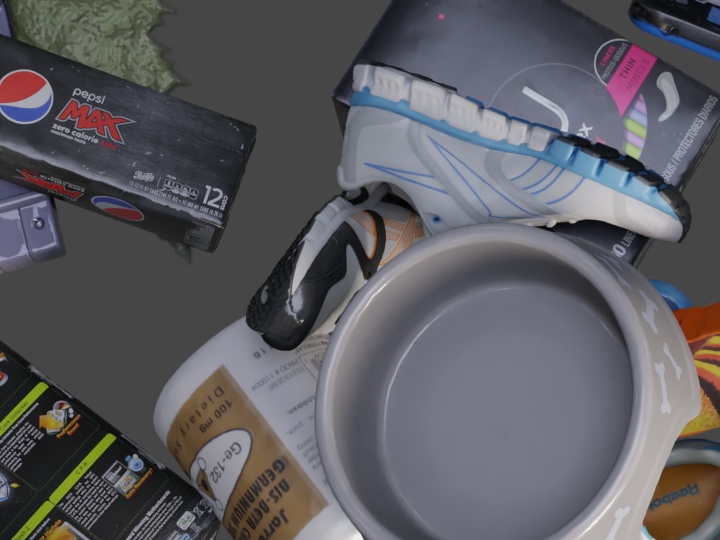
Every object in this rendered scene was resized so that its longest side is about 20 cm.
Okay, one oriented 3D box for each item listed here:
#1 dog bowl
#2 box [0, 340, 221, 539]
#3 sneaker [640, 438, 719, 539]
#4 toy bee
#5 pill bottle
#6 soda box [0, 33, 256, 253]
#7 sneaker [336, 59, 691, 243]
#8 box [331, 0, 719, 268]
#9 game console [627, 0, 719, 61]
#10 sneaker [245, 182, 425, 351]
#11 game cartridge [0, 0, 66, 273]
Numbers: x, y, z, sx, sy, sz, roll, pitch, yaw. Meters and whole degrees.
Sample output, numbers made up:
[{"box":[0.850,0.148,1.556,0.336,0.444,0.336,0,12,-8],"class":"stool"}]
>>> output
[{"box":[0.066,0.068,0.889,0.198,0.059,0.202,-7,71,21],"class":"dog bowl"},{"box":[-0.211,0.158,1.014,0.192,0.048,0.200,34,57,10],"class":"box"},{"box":[0.128,0.153,1.016,0.199,0.081,0.077,-31,80,-2],"class":"sneaker"},{"box":[0.154,0.061,0.958,0.131,0.199,0.109,-35,120,-31],"class":"toy bee"},{"box":[-0.018,0.127,0.997,0.114,0.114,0.200,-38,69,-5],"class":"pill bottle"},{"box":[-0.167,-0.080,1.064,0.198,0.063,0.071,20,71,-6],"class":"soda box"},{"box":[0.079,-0.042,0.967,0.199,0.075,0.087,21,99,11],"class":"sneaker"},{"box":[0.098,-0.088,1.052,0.199,0.106,0.123,31,83,9],"class":"box"},{"box":[0.274,-0.173,1.059,0.199,0.171,0.119,22,107,7],"class":"game console"},{"box":[0.000,0.000,1.005,0.080,0.200,0.074,41,118,1],"class":"sneaker"},{"box":[-0.267,-0.089,1.112,0.128,0.038,0.202,-15,78,-4],"class":"game cartridge"}]
